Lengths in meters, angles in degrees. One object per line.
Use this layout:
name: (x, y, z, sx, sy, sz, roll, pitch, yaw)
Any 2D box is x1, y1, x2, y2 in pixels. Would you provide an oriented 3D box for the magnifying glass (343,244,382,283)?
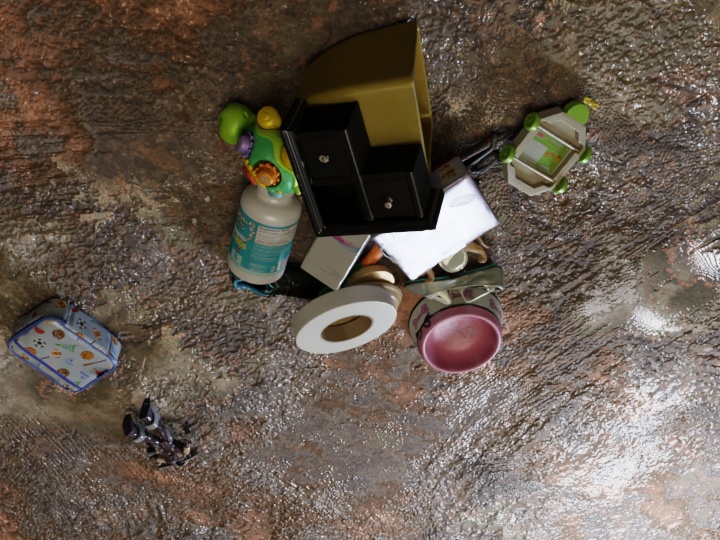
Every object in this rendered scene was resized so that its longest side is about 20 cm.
magnifying glass: (0.000, 0.000, 1.776, 0.079, 0.023, 0.200, -4, 152, -36)

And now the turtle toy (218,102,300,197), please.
turtle toy: (-0.158, -0.201, 1.545, 0.101, 0.201, 0.146, -34, 165, -1)

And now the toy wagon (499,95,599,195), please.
toy wagon: (0.339, -0.225, 1.645, 0.154, 0.040, 0.201, 23, 114, -34)

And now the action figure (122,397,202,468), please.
action figure: (-0.428, 0.368, 2.039, 0.129, 0.070, 0.201, -29, 131, 7)

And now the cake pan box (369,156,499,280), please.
cake pan box: (0.120, -0.080, 1.575, 0.199, 0.053, 0.184, -34, 145, 10)

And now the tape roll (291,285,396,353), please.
tape roll: (-0.030, 0.094, 1.760, 0.200, 0.037, 0.203, -14, 152, -8)

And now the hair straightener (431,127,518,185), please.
hair straightener: (0.199, -0.190, 1.678, 0.199, 0.041, 0.077, -33, 130, 13)

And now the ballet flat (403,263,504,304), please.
ballet flat: (0.185, 0.035, 1.827, 0.197, 0.067, 0.065, -11, 85, 0)

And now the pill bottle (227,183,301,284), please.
pill bottle: (-0.169, -0.082, 1.670, 0.109, 0.111, 0.201, 9, 127, -14)

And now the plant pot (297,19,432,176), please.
plant pot: (0.006, -0.261, 1.503, 0.197, 0.197, 0.196, -4, 131, 11)

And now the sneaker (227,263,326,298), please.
sneaker: (-0.159, 0.027, 1.779, 0.198, 0.082, 0.074, 14, 125, -18)

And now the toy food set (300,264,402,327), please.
toy food set: (-0.015, 0.068, 1.813, 0.196, 0.049, 0.200, -22, 153, 6)

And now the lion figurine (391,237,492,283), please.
lion figurine: (0.148, -0.051, 1.770, 0.198, 0.073, 0.123, -25, 121, -4)

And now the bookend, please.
bookend: (0.008, -0.159, 1.406, 0.198, 0.093, 0.200, -2, 130, 19)

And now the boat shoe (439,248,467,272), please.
boat shoe: (0.129, -0.091, 1.680, 0.072, 0.060, 0.203, -27, 114, 8)

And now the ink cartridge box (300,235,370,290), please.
ink cartridge box: (-0.013, -0.086, 1.651, 0.084, 0.145, 0.201, 30, 122, 0)

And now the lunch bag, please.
lunch bag: (-0.581, 0.154, 1.841, 0.159, 0.076, 0.200, -30, 125, 20)

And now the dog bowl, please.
dog bowl: (0.200, 0.126, 1.907, 0.197, 0.074, 0.202, -3, 130, -4)
